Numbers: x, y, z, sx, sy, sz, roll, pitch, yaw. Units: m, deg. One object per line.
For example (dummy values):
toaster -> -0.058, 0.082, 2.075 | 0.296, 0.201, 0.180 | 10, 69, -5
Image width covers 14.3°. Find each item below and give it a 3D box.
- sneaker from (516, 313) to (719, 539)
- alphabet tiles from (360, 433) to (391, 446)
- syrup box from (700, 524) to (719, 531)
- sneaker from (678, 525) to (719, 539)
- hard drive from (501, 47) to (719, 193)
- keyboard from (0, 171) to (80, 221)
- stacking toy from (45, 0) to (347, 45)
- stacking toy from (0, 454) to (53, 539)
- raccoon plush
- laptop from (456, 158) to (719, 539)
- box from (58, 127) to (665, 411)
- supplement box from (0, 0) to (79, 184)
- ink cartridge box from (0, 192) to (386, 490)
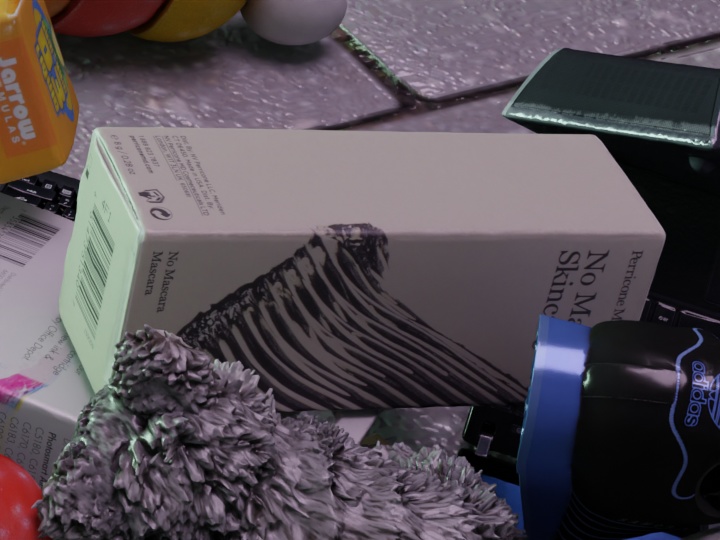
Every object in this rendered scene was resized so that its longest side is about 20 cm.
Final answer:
sneaker -> 0.096, 0.062, 0.955 | 0.078, 0.200, 0.070 | 9, 79, 8
alphabet tiles -> -0.007, 0.125, 1.036 | 0.166, 0.006, 0.200 | -22, 50, -41
syrup box -> 0.169, 0.111, 1.007 | 0.081, 0.079, 0.200 | 7, 57, -8
sneaker -> 0.165, 0.099, 0.919 | 0.199, 0.081, 0.077 | -8, 62, -16
hard drive -> 0.170, -0.043, 1.192 | 0.200, 0.042, 0.135 | 21, -5, -40
keyboard -> -0.116, -0.017, 1.155 | 0.200, 0.040, 0.104 | 17, 35, 2
stacking toy -> -0.096, -0.150, 1.297 | 0.200, 0.146, 0.146 | 21, 31, -27
stacking toy -> -0.175, 0.066, 0.934 | 0.200, 0.086, 0.085 | 20, 31, 38
raccoon plush -> 0.000, 0.075, 0.872 | 0.200, 0.134, 0.097 | -2, 62, 40
laptop -> 0.132, 0.062, 1.085 | 0.177, 0.200, 0.103 | 18, -9, 0
box -> 0.000, 0.000, 1.014 | 0.200, 0.082, 0.068 | -1, 35, -23
supplement box -> -0.209, -0.053, 1.065 | 0.200, 0.067, 0.069 | -16, 23, 3
ink cartridge box -> -0.096, 0.047, 1.041 | 0.200, 0.068, 0.115 | 21, 34, 11
